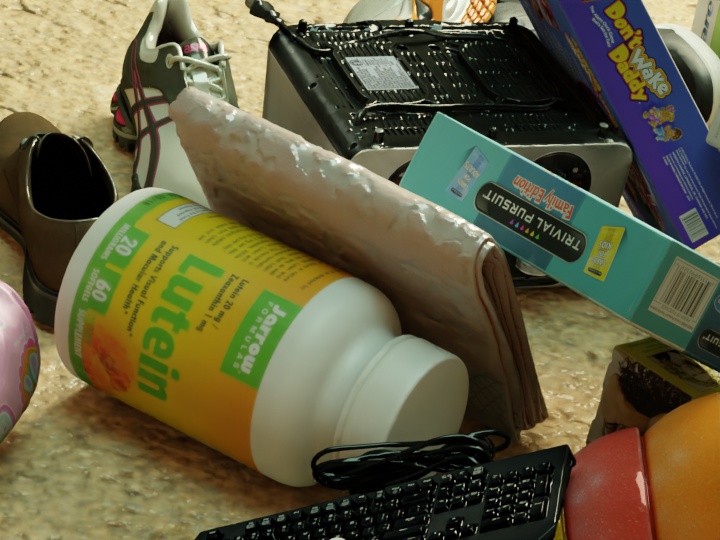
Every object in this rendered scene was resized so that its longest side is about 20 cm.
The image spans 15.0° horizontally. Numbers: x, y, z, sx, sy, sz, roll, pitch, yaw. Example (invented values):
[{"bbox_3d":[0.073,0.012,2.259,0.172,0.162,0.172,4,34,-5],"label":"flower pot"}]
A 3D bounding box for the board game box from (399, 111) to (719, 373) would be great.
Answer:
[{"bbox_3d":[0.133,-0.003,1.390,0.151,0.047,0.200,27,4,-39],"label":"board game box"}]

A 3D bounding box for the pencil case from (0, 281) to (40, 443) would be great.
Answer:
[{"bbox_3d":[-0.225,0.076,1.329,0.087,0.088,0.200,15,29,10],"label":"pencil case"}]

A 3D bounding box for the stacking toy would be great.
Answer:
[{"bbox_3d":[0.107,0.134,1.312,0.199,0.147,0.146,-8,28,8],"label":"stacking toy"}]

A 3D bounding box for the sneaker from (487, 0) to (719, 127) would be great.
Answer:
[{"bbox_3d":[0.148,-0.132,1.833,0.111,0.074,0.200,-13,27,-29],"label":"sneaker"}]

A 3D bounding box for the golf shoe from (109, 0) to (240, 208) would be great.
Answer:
[{"bbox_3d":[-0.105,-0.091,1.658,0.077,0.089,0.200,-3,32,-24],"label":"golf shoe"}]

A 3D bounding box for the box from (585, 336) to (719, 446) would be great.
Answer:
[{"bbox_3d":[0.206,0.111,1.399,0.050,0.076,0.200,-12,34,-44],"label":"box"}]

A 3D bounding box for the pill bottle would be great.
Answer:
[{"bbox_3d":[-0.049,0.043,1.407,0.199,0.112,0.111,25,32,26],"label":"pill bottle"}]

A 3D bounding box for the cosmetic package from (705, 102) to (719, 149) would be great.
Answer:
[{"bbox_3d":[0.306,-0.071,1.594,0.107,0.085,0.199,26,6,42],"label":"cosmetic package"}]

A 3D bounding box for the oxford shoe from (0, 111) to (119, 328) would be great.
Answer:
[{"bbox_3d":[-0.171,-0.051,1.569,0.072,0.085,0.200,-5,30,-20],"label":"oxford shoe"}]

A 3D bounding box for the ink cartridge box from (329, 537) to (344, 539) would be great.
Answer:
[{"bbox_3d":[-0.030,0.210,1.141,0.144,0.084,0.200,30,35,32],"label":"ink cartridge box"}]

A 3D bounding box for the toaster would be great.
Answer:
[{"bbox_3d":[0.038,-0.072,1.630,0.180,0.119,0.200,-2,31,-21],"label":"toaster"}]

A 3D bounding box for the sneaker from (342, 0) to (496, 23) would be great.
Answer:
[{"bbox_3d":[0.014,-0.139,1.812,0.092,0.076,0.200,-18,24,43],"label":"sneaker"}]

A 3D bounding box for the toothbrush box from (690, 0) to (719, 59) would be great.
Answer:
[{"bbox_3d":[0.285,-0.128,1.778,0.086,0.146,0.200,0,29,-16],"label":"toothbrush box"}]

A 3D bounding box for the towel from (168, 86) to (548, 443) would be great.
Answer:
[{"bbox_3d":[0.000,0.000,1.442,0.199,0.191,0.032,26,66,27],"label":"towel"}]

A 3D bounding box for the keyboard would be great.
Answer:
[{"bbox_3d":[0.000,0.110,1.286,0.199,0.040,0.104,-14,22,18],"label":"keyboard"}]

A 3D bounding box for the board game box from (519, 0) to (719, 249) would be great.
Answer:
[{"bbox_3d":[0.154,-0.114,1.629,0.045,0.201,0.134,-29,8,-3],"label":"board game box"}]
